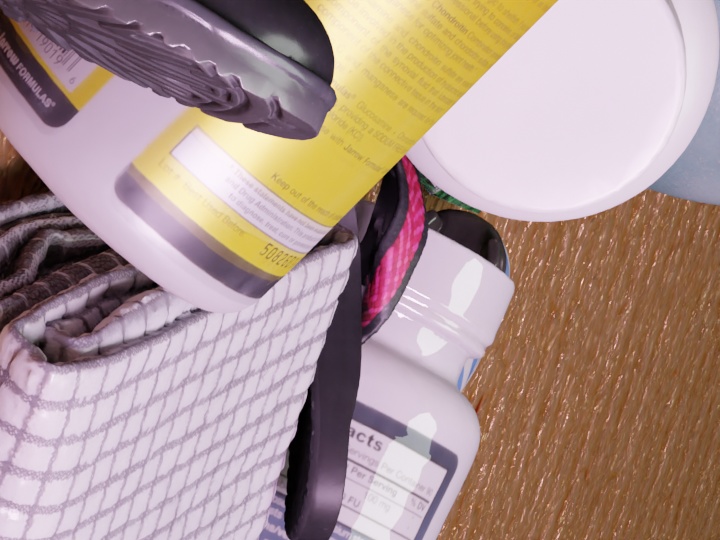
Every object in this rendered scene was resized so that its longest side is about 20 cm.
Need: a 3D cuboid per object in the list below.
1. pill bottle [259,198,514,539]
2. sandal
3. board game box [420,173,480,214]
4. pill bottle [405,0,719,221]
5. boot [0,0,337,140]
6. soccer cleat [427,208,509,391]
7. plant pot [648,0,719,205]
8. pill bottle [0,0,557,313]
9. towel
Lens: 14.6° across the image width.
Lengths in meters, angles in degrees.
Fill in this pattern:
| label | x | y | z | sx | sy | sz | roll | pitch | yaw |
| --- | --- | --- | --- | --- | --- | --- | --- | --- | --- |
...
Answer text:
| label | x | y | z | sx | sy | sz | roll | pitch | yaw |
| --- | --- | --- | --- | --- | --- | --- | --- | --- | --- |
| pill bottle | -0.022 | 0.077 | 1.090 | 0.201 | 0.119 | 0.120 | -64 | 162 | -7 |
| sandal | 0.000 | 0.000 | 1.014 | 0.075 | 0.045 | 0.201 | 128 | -35 | -76 |
| board game box | 0.075 | -0.067 | 1.222 | 0.105 | 0.024 | 0.200 | -36 | 175 | 6 |
| pill bottle | 0.059 | -0.079 | 0.924 | 0.200 | 0.112 | 0.113 | -74 | -176 | -78 |
| boot | -0.040 | -0.155 | 0.698 | 0.201 | 0.164 | 0.066 | -64 | -169 | -9 |
| soccer cleat | 0.010 | 0.066 | 1.249 | 0.201 | 0.070 | 0.086 | -57 | 167 | -22 |
| plant pot | 0.191 | -0.111 | 1.152 | 0.200 | 0.133 | 0.201 | 19 | 90 | -82 |
| pill bottle | -0.006 | -0.093 | 0.775 | 0.200 | 0.112 | 0.112 | -44 | 164 | 8 |
| towel | -0.093 | 0.054 | 0.907 | 0.200 | 0.085 | 0.166 | -30 | 142 | -60 |
